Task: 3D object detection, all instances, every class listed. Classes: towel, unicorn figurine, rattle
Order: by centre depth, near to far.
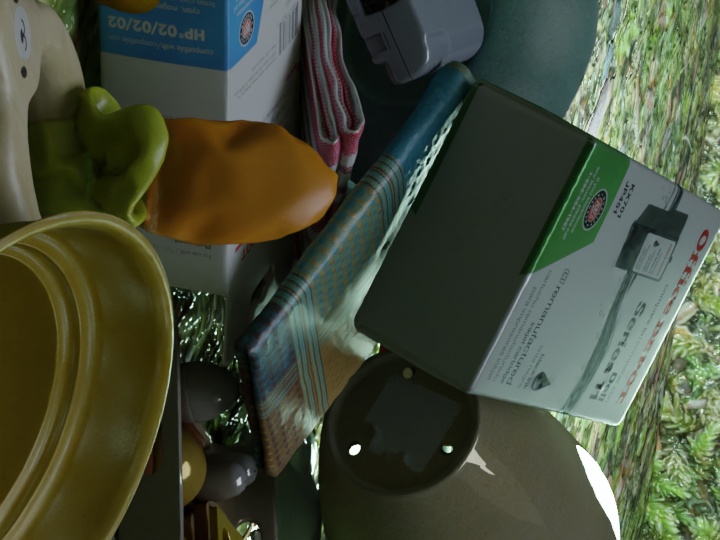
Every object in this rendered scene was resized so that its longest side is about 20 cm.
[{"bbox_3d":[-0.100,-0.068,0.701,0.200,0.143,0.130,82,24,-51],"label":"rattle"},{"bbox_3d":[0.000,0.000,0.938,0.200,0.022,0.147,-52,159,-25],"label":"towel"},{"bbox_3d":[-0.023,-0.065,0.982,0.200,0.030,0.147,100,-14,-54],"label":"towel"},{"bbox_3d":[-0.051,0.165,1.138,0.137,0.074,0.200,73,26,-78],"label":"unicorn figurine"}]

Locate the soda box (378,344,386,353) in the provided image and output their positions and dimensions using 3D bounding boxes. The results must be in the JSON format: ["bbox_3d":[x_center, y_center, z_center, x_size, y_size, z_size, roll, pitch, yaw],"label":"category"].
[{"bbox_3d":[0.053,0.023,1.149,0.200,0.063,0.070,100,13,-71],"label":"soda box"}]

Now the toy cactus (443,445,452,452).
[{"bbox_3d":[0.064,0.185,1.534,0.165,0.102,0.200,-71,156,-53],"label":"toy cactus"}]

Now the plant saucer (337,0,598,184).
[{"bbox_3d":[0.042,-0.139,1.052,0.039,0.201,0.201,24,78,-50],"label":"plant saucer"}]

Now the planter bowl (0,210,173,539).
[{"bbox_3d":[-0.161,0.058,0.666,0.200,0.083,0.201,-47,150,-37],"label":"planter bowl"}]

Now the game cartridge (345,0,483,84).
[{"bbox_3d":[0.005,-0.200,0.957,0.200,0.041,0.133,66,25,-4],"label":"game cartridge"}]

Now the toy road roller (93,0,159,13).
[{"bbox_3d":[-0.104,-0.177,0.655,0.146,0.123,0.200,-68,165,9],"label":"toy road roller"}]

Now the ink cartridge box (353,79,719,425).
[{"bbox_3d":[0.105,-0.002,0.983,0.200,0.083,0.147,16,101,-58],"label":"ink cartridge box"}]

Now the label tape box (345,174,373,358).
[{"bbox_3d":[-0.004,-0.009,1.143,0.143,0.066,0.200,103,10,-62],"label":"label tape box"}]

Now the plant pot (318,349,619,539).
[{"bbox_3d":[0.050,0.129,1.089,0.200,0.187,0.188,61,44,-57],"label":"plant pot"}]

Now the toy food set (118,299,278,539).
[{"bbox_3d":[-0.077,0.121,0.954,0.200,0.060,0.144,64,17,-58],"label":"toy food set"}]

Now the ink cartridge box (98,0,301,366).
[{"bbox_3d":[-0.077,-0.068,0.892,0.115,0.068,0.200,-58,155,-58],"label":"ink cartridge box"}]
